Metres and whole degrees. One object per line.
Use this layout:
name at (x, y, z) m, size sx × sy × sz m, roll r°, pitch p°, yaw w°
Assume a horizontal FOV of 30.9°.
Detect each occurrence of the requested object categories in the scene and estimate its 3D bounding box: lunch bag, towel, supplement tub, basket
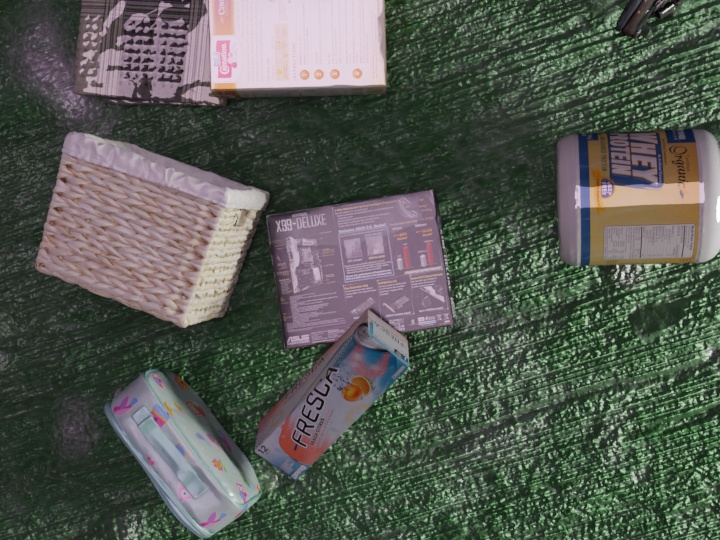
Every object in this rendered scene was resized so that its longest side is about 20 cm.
lunch bag at (-0.203, 0.202, 1.468) m, size 0.077 × 0.160 × 0.200 m, roll -39°, pitch 86°, yaw 6°
towel at (-0.243, -0.294, 1.544) m, size 0.192 × 0.035 × 0.201 m, roll 5°, pitch 89°, yaw 5°
supplement tub at (0.313, -0.079, 1.402) m, size 0.199 × 0.145 × 0.145 m, roll -2°, pitch 90°, yaw 8°
basket at (-0.233, -0.048, 1.455) m, size 0.200 × 0.198 × 0.161 m, roll 21°, pitch 95°, yaw 7°

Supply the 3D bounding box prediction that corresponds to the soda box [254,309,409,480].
soda box at (-0.033, 0.141, 1.462) m, size 0.064 × 0.068 × 0.200 m, roll 37°, pitch 109°, yaw -15°

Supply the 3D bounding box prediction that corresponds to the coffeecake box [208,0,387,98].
coffeecake box at (-0.071, -0.278, 1.482) m, size 0.199 × 0.073 × 0.154 m, roll -1°, pitch 90°, yaw 0°

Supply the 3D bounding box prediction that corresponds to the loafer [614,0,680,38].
loafer at (0.361, -0.335, 1.436) m, size 0.063 × 0.072 × 0.200 m, roll 35°, pitch 93°, yaw 1°

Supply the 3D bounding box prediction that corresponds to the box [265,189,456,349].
box at (0.000, 0.000, 1.495) m, size 0.199 × 0.050 × 0.158 m, roll -9°, pitch 88°, yaw 8°
